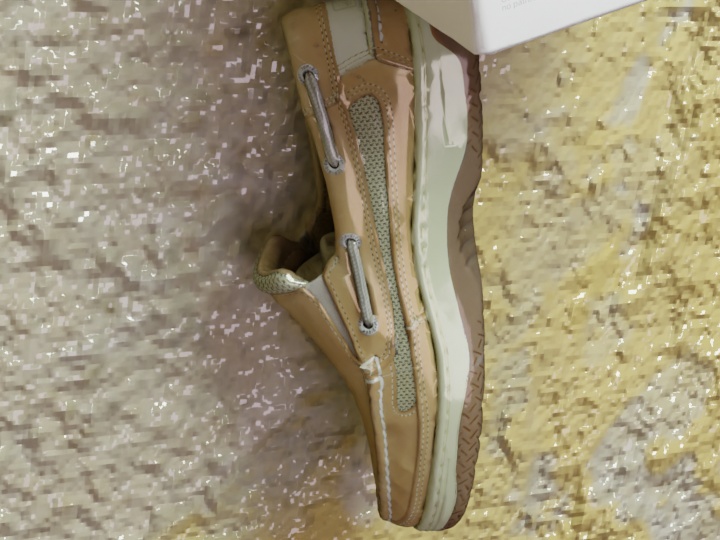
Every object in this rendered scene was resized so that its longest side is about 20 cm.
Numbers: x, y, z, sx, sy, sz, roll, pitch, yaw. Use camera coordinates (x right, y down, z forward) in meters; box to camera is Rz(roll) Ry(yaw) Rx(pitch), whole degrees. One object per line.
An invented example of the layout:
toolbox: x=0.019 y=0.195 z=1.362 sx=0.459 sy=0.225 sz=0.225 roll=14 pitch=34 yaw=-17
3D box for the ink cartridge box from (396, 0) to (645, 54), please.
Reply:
ink cartridge box: x=0.051 y=-0.192 z=0.626 sx=0.128 sy=0.125 sz=0.201 roll=-19 pitch=121 yaw=-19

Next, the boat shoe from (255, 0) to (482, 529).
boat shoe: x=0.000 y=0.000 z=0.730 sx=0.076 sy=0.072 sz=0.202 roll=-7 pitch=110 yaw=-10
